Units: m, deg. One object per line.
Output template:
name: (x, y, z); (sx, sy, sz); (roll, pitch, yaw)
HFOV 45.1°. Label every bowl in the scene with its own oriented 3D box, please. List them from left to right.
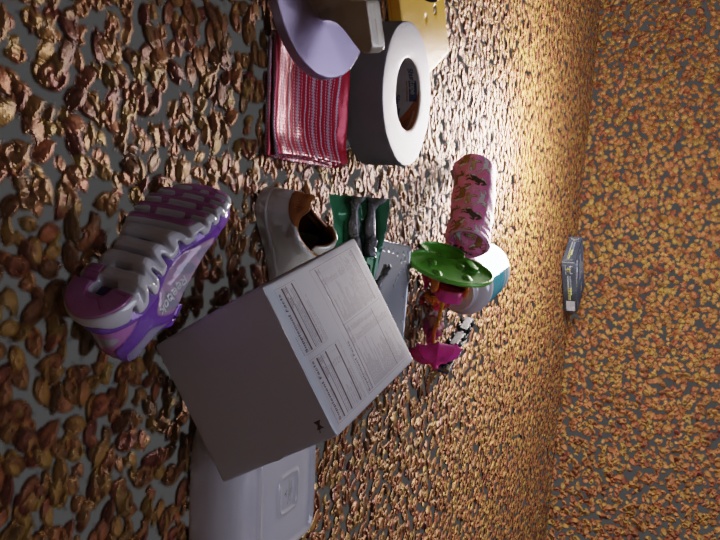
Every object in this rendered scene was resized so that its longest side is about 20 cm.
bowl: (-0.111, 0.247, 0.986); (0.199, 0.073, 0.206); (-10, 105, -66)

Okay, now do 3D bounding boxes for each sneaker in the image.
sneaker: (-0.181, 0.002, 0.779); (0.090, 0.079, 0.201); (82, 30, -41)
sneaker: (-0.064, -0.006, 1.037); (0.074, 0.083, 0.203); (-64, 150, -43)

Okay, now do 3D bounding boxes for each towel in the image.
towel: (-0.062, -0.207, 1.081); (0.199, 0.022, 0.149); (-6, 99, -67)

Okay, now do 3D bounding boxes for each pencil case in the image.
pencil case: (0.206, -0.120, 1.617); (0.083, 0.085, 0.204); (43, 43, -38)

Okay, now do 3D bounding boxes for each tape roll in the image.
tape roll: (0.041, -0.256, 1.260); (0.199, 0.065, 0.206); (4, 90, -66)

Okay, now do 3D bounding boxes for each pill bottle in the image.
pill bottle: (0.212, 0.017, 1.659); (0.199, 0.108, 0.114); (-29, 120, -63)

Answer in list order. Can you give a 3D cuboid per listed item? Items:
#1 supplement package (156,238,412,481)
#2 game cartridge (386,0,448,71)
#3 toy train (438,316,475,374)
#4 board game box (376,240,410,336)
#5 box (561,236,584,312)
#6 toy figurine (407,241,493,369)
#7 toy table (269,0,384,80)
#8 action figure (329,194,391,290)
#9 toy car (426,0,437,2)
supplement package: (-0.070, 0.085, 0.893); (0.153, 0.150, 0.199); (63, 28, -2)
game cartridge: (0.092, -0.407, 1.403); (0.200, 0.032, 0.180); (-51, 139, -50)
toy train: (0.188, 0.151, 1.727); (0.200, 0.033, 0.047); (-46, 147, -58)
board game box: (0.026, 0.057, 1.333); (0.199, 0.025, 0.206); (7, 87, -68)
box: (0.720, 0.013, 2.934); (0.158, 0.050, 0.204); (-57, 144, -50)
toy figurine: (0.131, 0.069, 1.498); (0.201, 0.146, 0.188); (-106, -154, -68)
toy table: (-0.023, -0.326, 0.965); (0.182, 0.116, 0.204); (-26, 105, -31)
action figure: (0.000, 0.000, 1.205); (0.116, 0.054, 0.206); (0, 97, -39)
toy car: (0.040, -0.409, 1.137); (0.200, 0.160, 0.162); (65, 35, -70)
